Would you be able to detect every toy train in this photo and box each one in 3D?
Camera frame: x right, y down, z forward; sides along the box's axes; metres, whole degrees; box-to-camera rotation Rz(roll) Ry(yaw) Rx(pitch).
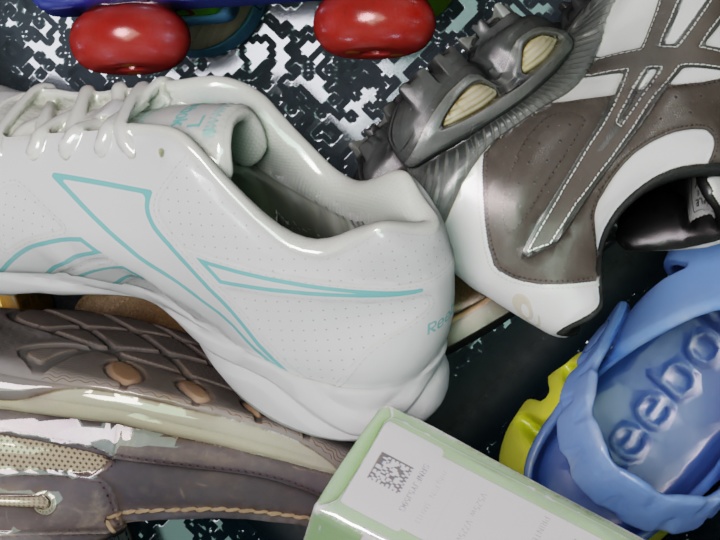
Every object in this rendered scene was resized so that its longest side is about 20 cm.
[{"bbox_3d":[0.012,-0.098,0.731,0.200,0.116,0.085,-3,84,9],"label":"toy train"}]

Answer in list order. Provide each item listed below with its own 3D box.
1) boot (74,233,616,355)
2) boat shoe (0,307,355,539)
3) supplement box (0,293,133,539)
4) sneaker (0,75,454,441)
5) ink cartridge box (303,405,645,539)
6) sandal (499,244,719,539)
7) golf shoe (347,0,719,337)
[{"bbox_3d":[0.000,0.000,0.777,0.200,0.074,0.076,-26,85,6],"label":"boot"},{"bbox_3d":[-0.099,0.052,0.722,0.200,0.075,0.073,12,104,-4],"label":"boat shoe"},{"bbox_3d":[-0.128,0.030,0.782,0.066,0.069,0.200,-17,92,3],"label":"supplement box"},{"bbox_3d":[-0.062,-0.026,0.693,0.200,0.070,0.080,20,136,10],"label":"sneaker"},{"bbox_3d":[0.072,0.134,0.697,0.200,0.146,0.048,28,52,9],"label":"ink cartridge box"},{"bbox_3d":[0.118,0.011,0.764,0.079,0.087,0.200,32,93,0],"label":"sandal"},{"bbox_3d":[0.092,-0.054,0.736,0.200,0.078,0.095,-38,81,-24],"label":"golf shoe"}]
